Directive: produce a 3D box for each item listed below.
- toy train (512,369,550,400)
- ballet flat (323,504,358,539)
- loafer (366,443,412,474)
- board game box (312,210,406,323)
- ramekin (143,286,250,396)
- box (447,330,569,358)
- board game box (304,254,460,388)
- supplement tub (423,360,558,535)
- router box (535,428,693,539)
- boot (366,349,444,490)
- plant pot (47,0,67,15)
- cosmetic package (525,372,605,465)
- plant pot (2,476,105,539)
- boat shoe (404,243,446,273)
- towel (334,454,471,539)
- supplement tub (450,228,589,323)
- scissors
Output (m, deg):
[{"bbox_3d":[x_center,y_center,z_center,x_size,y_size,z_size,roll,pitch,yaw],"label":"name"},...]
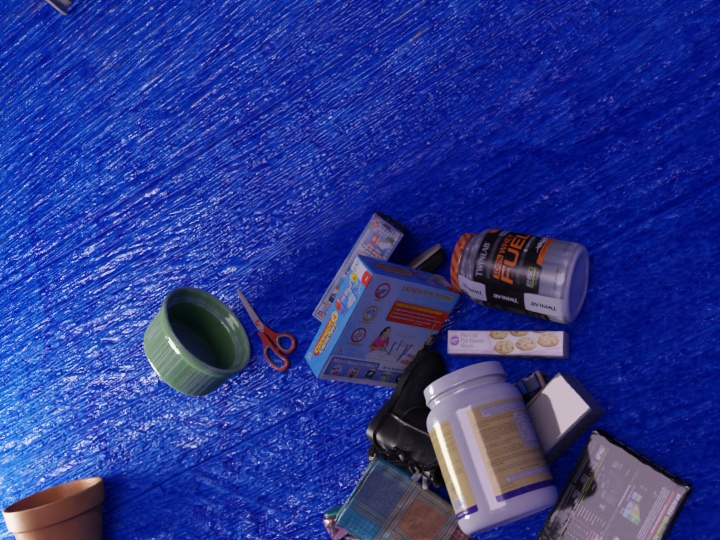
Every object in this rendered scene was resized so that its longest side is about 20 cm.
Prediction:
[{"bbox_3d":[0.212,0.213,1.239,0.198,0.046,0.035,-33,66,21],"label":"toy train"},{"bbox_3d":[0.025,0.409,1.305,0.198,0.069,0.072,-31,84,24],"label":"ballet flat"},{"bbox_3d":[0.104,0.309,1.267,0.196,0.071,0.069,-7,36,26],"label":"loafer"},{"bbox_3d":[0.000,0.000,1.315,0.061,0.200,0.202,33,98,1],"label":"board game box"},{"bbox_3d":[-0.315,0.140,1.480,0.098,0.198,0.202,-43,63,24],"label":"ramekin"},{"bbox_3d":[0.236,0.118,1.248,0.196,0.038,0.043,-1,78,30],"label":"box"},{"bbox_3d":[0.037,0.089,1.256,0.056,0.197,0.199,48,116,45],"label":"board game box"},{"bbox_3d":[0.175,0.245,1.079,0.143,0.145,0.204,-27,66,22],"label":"supplement tub"},{"bbox_3d":[0.361,0.355,1.115,0.148,0.062,0.203,30,96,32],"label":"router box"},{"bbox_3d":[0.114,0.233,1.229,0.161,0.074,0.199,20,64,48],"label":"boot"},{"bbox_3d":[-0.748,-0.780,1.929,0.183,0.200,0.201,-43,62,2],"label":"plant pot"},{"bbox_3d":[0.265,0.252,1.168,0.201,0.103,0.073,-49,61,12],"label":"cosmetic package"},{"bbox_3d":[-0.611,0.525,1.588,0.196,0.199,0.144,-16,89,26],"label":"plant pot"},{"bbox_3d":[0.075,0.035,1.348,0.201,0.074,0.063,-43,92,8],"label":"boat shoe"},{"bbox_3d":[0.071,0.404,1.241,0.198,0.022,0.149,32,107,6],"label":"towel"},{"bbox_3d":[0.248,0.004,1.216,0.196,0.122,0.126,11,86,31],"label":"supplement tub"},{"bbox_3d":[-0.198,0.117,1.516,0.199,0.014,0.074,37,101,29],"label":"scissors"}]
